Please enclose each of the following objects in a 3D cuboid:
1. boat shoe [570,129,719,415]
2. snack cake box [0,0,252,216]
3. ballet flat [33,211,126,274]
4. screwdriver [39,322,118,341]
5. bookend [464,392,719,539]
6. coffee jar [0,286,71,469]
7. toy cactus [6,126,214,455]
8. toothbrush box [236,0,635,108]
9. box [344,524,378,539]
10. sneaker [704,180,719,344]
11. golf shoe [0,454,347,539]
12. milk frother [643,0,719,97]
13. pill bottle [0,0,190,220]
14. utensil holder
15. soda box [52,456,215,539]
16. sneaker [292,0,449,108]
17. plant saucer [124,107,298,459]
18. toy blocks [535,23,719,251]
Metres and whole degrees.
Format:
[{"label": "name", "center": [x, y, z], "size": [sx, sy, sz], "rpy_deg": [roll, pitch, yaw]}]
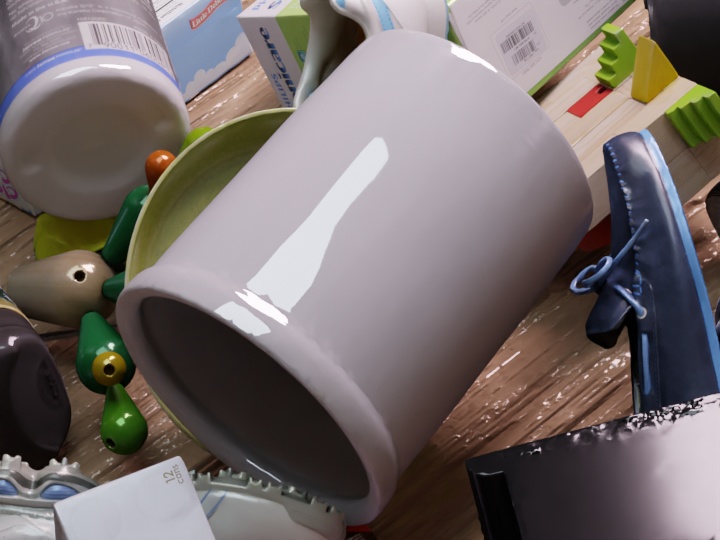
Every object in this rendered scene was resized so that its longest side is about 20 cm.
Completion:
[{"label": "boat shoe", "center": [0.148, 0.024, 1.412], "size": [0.068, 0.084, 0.201], "rpy_deg": [-14, 71, 4]}, {"label": "snack cake box", "center": [-0.181, -0.132, 1.758], "size": [0.115, 0.067, 0.200], "rpy_deg": [28, 55, 37]}, {"label": "ballet flat", "center": [-0.100, -0.014, 1.610], "size": [0.199, 0.067, 0.067], "rpy_deg": [-6, 61, 13]}, {"label": "screwdriver", "center": [-0.106, 0.031, 1.580], "size": [0.199, 0.028, 0.029], "rpy_deg": [-13, 68, 5]}, {"label": "bookend", "center": [0.170, 0.163, 1.292], "size": [0.198, 0.092, 0.201], "rpy_deg": [-15, 41, 1]}, {"label": "coffee jar", "center": [-0.240, 0.035, 1.551], "size": [0.085, 0.105, 0.200], "rpy_deg": [-29, 43, -13]}, {"label": "toy cactus", "center": [-0.127, 0.010, 1.543], "size": [0.164, 0.102, 0.201], "rpy_deg": [-1, 75, 38]}, {"label": "toothbrush box", "center": [0.046, -0.162, 1.669], "size": [0.199, 0.086, 0.146], "rpy_deg": [5, 40, 49]}, {"label": "box", "center": [-0.064, 0.201, 1.354], "size": [0.199, 0.039, 0.137], "rpy_deg": [-26, 41, -15]}, {"label": "sneaker", "center": [0.222, 0.016, 1.465], "size": [0.085, 0.077, 0.200], "rpy_deg": [-23, 40, -5]}, {"label": "golf shoe", "center": [-0.105, 0.149, 1.362], "size": [0.199, 0.078, 0.098], "rpy_deg": [1, 71, 11]}, {"label": "milk frother", "center": [0.261, -0.211, 1.622], "size": [0.187, 0.201, 0.181], "rpy_deg": [-6, 36, 9]}, {"label": "pill bottle", "center": [-0.174, -0.134, 1.622], "size": [0.113, 0.114, 0.200], "rpy_deg": [-17, 43, -4]}, {"label": "utensil holder", "center": [0.000, 0.000, 1.385], "size": [0.169, 0.170, 0.200], "rpy_deg": [21, 60, 35]}, {"label": "soda box", "center": [-0.079, 0.195, 1.266], "size": [0.068, 0.064, 0.201], "rpy_deg": [-20, 71, -12]}, {"label": "sneaker", "center": [0.002, -0.072, 1.545], "size": [0.080, 0.201, 0.076], "rpy_deg": [-8, 8, -39]}, {"label": "plant saucer", "center": [-0.039, 0.013, 1.477], "size": [0.199, 0.201, 0.031], "rpy_deg": [-32, 10, -21]}, {"label": "toy blocks", "center": [0.127, -0.057, 1.551], "size": [0.137, 0.100, 0.200], "rpy_deg": [-40, 20, -3]}]
